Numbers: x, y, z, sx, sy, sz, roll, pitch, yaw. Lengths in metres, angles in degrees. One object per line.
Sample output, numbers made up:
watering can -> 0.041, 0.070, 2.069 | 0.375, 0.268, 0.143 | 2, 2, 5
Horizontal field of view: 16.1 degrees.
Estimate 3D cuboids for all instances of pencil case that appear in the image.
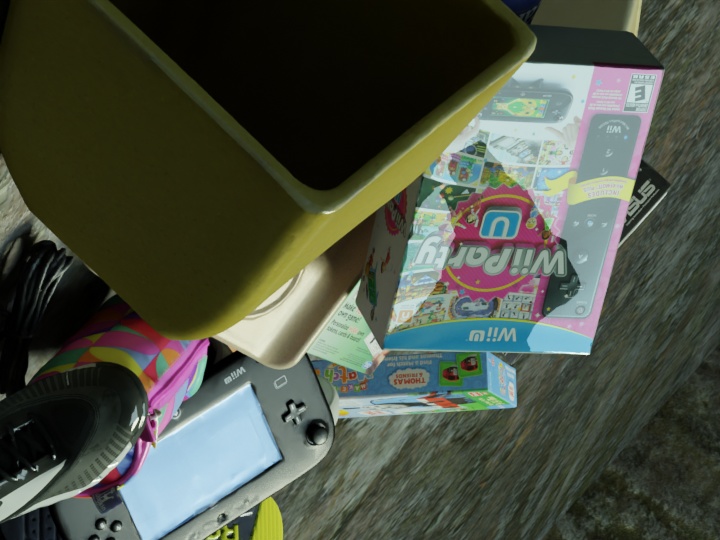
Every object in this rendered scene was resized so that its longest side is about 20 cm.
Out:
pencil case -> -0.143, 0.071, 1.514 | 0.088, 0.088, 0.200 | -57, -177, 17

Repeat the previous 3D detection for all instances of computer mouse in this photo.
computer mouse -> -0.226, 0.052, 1.382 | 0.200, 0.044, 0.110 | -31, 156, -56

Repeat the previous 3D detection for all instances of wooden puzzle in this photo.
wooden puzzle -> -0.062, -0.050, 1.550 | 0.185, 0.046, 0.200 | -54, 136, 4

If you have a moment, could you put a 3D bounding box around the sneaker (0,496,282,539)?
sneaker -> -0.156, 0.178, 1.730 | 0.082, 0.200, 0.074 | -6, -103, 61

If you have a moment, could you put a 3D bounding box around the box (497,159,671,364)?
box -> 0.128, -0.048, 2.034 | 0.200, 0.158, 0.048 | -45, 175, -26

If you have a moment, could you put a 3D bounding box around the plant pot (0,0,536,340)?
plant pot -> -0.071, -0.080, 1.287 | 0.194, 0.195, 0.200 | -40, 170, -42

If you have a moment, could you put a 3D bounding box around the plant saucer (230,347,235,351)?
plant saucer -> -0.119, 0.087, 1.826 | 0.200, 0.037, 0.200 | -49, 166, -17

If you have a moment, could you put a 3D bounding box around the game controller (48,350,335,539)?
game controller -> -0.109, 0.123, 1.644 | 0.200, 0.042, 0.104 | -32, 128, -19

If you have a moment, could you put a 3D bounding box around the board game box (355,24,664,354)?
board game box -> 0.091, -0.050, 1.571 | 0.147, 0.064, 0.200 | 2, 119, -21

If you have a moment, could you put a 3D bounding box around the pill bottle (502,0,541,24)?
pill bottle -> 0.051, -0.166, 1.603 | 0.111, 0.111, 0.200 | -38, 160, -45

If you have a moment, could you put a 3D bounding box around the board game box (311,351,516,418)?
board game box -> 0.013, 0.091, 1.982 | 0.151, 0.200, 0.037 | 32, 55, -76

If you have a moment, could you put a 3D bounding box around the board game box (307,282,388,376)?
board game box -> 0.000, 0.000, 1.771 | 0.135, 0.029, 0.200 | -53, 155, 5

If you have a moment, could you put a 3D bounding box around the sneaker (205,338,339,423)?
sneaker -> -0.087, 0.089, 1.710 | 0.200, 0.078, 0.100 | -12, 127, -42

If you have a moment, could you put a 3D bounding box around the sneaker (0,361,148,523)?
sneaker -> -0.208, 0.111, 1.388 | 0.200, 0.067, 0.090 | -25, 180, 15

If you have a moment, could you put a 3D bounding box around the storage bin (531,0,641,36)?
storage bin -> 0.127, -0.079, 1.768 | 0.199, 0.094, 0.200 | 89, 14, -58
